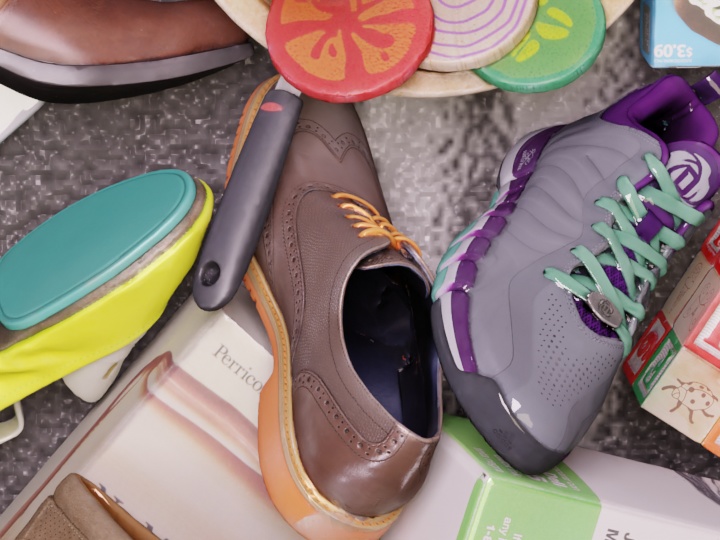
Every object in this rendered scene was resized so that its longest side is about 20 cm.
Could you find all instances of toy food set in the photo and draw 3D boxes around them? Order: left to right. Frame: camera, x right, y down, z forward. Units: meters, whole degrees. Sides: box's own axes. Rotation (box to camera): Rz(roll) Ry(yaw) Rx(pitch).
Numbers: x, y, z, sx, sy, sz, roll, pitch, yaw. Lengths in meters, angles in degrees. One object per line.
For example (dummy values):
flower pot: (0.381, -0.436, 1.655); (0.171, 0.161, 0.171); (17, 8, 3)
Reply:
toy food set: (0.024, -0.152, 1.079); (0.200, 0.049, 0.198); (44, 79, 10)

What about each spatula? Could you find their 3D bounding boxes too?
spatula: (-0.019, -0.074, 1.099); (0.021, 0.056, 0.201); (44, 63, -44)

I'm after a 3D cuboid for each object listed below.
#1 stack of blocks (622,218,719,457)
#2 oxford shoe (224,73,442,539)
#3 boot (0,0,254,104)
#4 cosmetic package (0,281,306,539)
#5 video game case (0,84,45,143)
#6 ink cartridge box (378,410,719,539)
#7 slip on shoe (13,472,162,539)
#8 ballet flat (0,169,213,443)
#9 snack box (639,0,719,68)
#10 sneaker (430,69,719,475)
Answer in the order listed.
stack of blocks: (0.218, 0.050, 1.170); (0.200, 0.059, 0.115); (33, 100, -10)
oxford shoe: (0.000, 0.000, 1.089); (0.071, 0.201, 0.073); (13, 140, -31)
boot: (-0.132, -0.163, 1.108); (0.187, 0.068, 0.201); (0, 87, -8)
cosmetic package: (-0.080, 0.108, 1.156); (0.103, 0.087, 0.200); (38, 99, -10)
video game case: (-0.251, -0.069, 1.139); (0.200, 0.023, 0.182); (-40, 102, 7)
ink cartridge box: (0.101, 0.149, 1.090); (0.199, 0.084, 0.146); (14, 99, -19)
slip on shoe: (-0.048, 0.128, 1.040); (0.076, 0.200, 0.061); (33, 81, -48)
ballet flat: (-0.133, 0.031, 1.154); (0.199, 0.067, 0.067); (-28, 124, 7)
snack box: (0.207, -0.136, 1.135); (0.199, 0.037, 0.117); (-1, 103, -2)
sneaker: (0.084, -0.011, 1.071); (0.087, 0.200, 0.074); (-34, 111, 28)
